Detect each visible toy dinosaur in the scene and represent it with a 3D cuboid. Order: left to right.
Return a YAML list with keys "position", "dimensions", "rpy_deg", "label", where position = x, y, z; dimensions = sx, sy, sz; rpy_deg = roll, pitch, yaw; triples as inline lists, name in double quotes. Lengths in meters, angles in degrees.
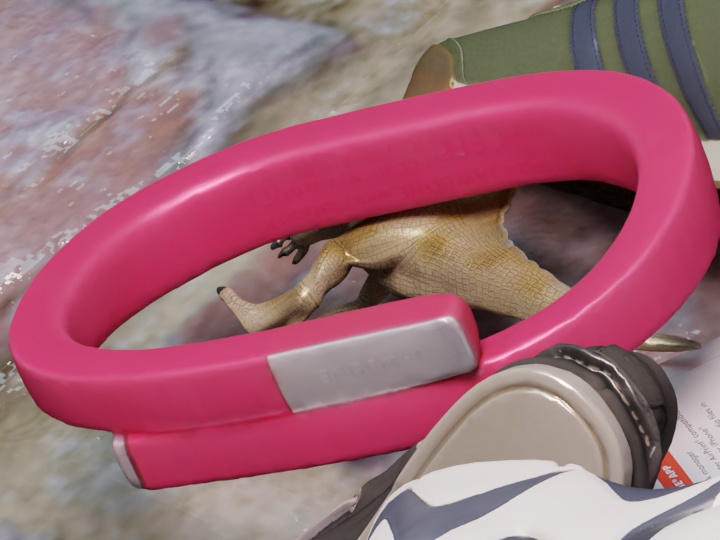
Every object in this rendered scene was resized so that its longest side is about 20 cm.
- position: [0.015, -0.002, 0.861]
  dimensions: [0.101, 0.058, 0.200]
  rpy_deg: [-40, 25, -2]
  label: "toy dinosaur"

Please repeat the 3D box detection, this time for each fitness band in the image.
- position: [0.000, 0.000, 0.797]
  dimensions: [0.199, 0.038, 0.144]
  rpy_deg: [-10, 27, 24]
  label: "fitness band"

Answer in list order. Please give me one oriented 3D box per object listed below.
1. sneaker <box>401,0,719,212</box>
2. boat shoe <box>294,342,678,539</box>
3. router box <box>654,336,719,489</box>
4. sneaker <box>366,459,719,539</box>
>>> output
- position: [0.105, -0.063, 0.885]
  dimensions: [0.200, 0.067, 0.090]
  rpy_deg: [17, 78, 46]
  label: "sneaker"
- position: [0.006, 0.090, 0.728]
  dimensions: [0.200, 0.067, 0.057]
  rpy_deg: [-45, -13, 27]
  label: "boat shoe"
- position: [0.130, 0.087, 0.732]
  dimensions: [0.179, 0.049, 0.200]
  rpy_deg: [-23, 37, -7]
  label: "router box"
- position: [0.085, 0.091, 0.593]
  dimensions: [0.199, 0.080, 0.130]
  rpy_deg: [-3, 35, 15]
  label: "sneaker"
